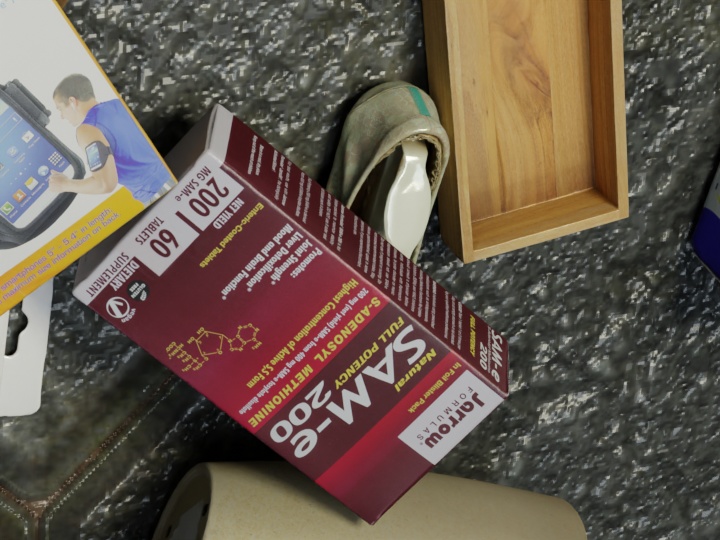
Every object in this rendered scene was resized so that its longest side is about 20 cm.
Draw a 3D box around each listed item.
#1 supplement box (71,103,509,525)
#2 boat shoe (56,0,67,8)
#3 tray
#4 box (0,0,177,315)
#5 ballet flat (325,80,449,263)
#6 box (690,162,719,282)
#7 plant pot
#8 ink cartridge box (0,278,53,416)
[{"bbox_3d":[-0.033,0.024,1.397,0.200,0.061,0.109,38,113,-17],"label":"supplement box"},{"bbox_3d":[-0.189,-0.106,1.298,0.071,0.065,0.200,27,102,-37],"label":"boat shoe"},{"bbox_3d":[0.085,-0.109,1.443,0.098,0.037,0.201,-16,123,-17],"label":"tray"},{"bbox_3d":[-0.179,-0.079,1.252,0.119,0.041,0.200,-37,130,-5],"label":"box"},{"bbox_3d":[0.000,0.000,1.447,0.067,0.062,0.201,1,117,-25],"label":"ballet flat"},{"bbox_3d":[0.304,-0.067,1.526,0.183,0.105,0.201,7,113,-29],"label":"box"},{"bbox_3d":[-0.009,0.178,1.487,0.199,0.187,0.188,22,107,-19],"label":"plant pot"},{"bbox_3d":[-0.237,0.043,1.357,0.199,0.067,0.118,-3,117,-24],"label":"ink cartridge box"}]
